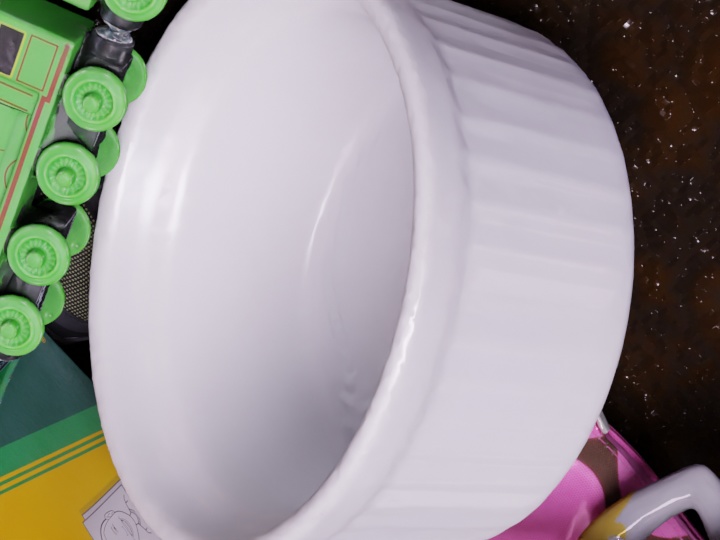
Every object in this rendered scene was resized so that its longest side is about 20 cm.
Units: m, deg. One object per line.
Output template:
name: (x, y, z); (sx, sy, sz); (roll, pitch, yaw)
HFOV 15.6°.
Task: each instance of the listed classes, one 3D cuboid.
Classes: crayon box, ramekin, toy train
crayon box: (-0.089, 0.132, 0.951); (0.058, 0.119, 0.200); (-28, 116, 27)
ramekin: (0.000, 0.000, 0.864); (0.097, 0.201, 0.201); (9, 133, -33)
toy train: (-0.104, -0.060, 0.886); (0.056, 0.042, 0.200); (23, 113, 0)

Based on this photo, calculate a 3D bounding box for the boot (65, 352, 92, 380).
boot: (-0.133, 0.086, 1.041); (0.199, 0.068, 0.131); (14, 129, 11)

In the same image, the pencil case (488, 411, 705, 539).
pencil case: (0.091, 0.104, 0.966); (0.094, 0.091, 0.200); (-35, 108, 21)

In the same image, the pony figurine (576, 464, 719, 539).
pony figurine: (0.152, 0.135, 0.855); (0.200, 0.166, 0.194); (-22, 80, 19)

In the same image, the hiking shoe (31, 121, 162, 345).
hiking shoe: (-0.118, -0.061, 0.948); (0.100, 0.076, 0.200); (-11, 124, 10)
